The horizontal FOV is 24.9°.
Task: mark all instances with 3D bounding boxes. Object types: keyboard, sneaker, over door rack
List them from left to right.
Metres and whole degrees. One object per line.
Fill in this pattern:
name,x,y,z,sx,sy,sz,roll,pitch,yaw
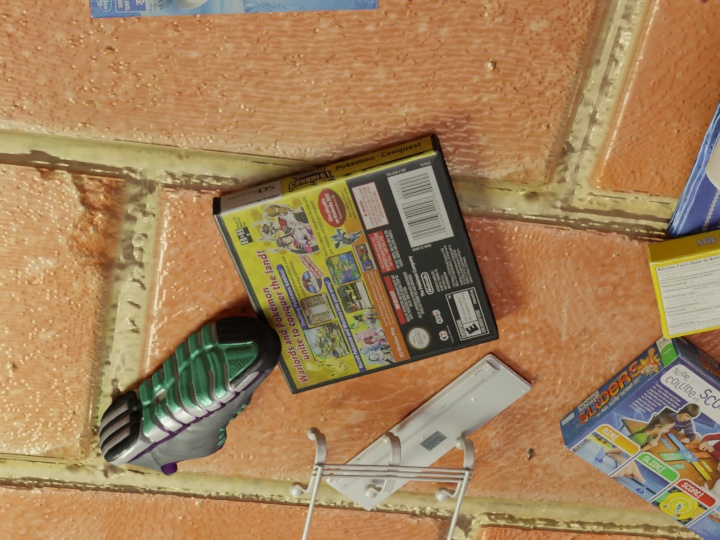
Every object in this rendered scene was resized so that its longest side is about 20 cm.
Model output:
sneaker,-0.123,0.106,1.338,0.199,0.075,0.087,-32,138,30
over door rack,0.010,0.230,1.418,0.146,0.067,0.202,4,110,-14
keyboard,0.058,0.143,1.413,0.200,0.011,0.056,-40,126,24

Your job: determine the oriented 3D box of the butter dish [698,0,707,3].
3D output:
butter dish,0.152,-0.286,0.995,0.147,0.201,0.200,-2,134,27

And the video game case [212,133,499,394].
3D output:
video game case,0.000,0.000,1.284,0.179,0.026,0.201,-16,129,7

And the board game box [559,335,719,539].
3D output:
board game box,0.290,0.149,1.418,0.199,0.035,0.135,34,117,-27

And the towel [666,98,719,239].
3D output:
towel,0.349,-0.069,1.261,0.198,0.024,0.146,7,128,-11

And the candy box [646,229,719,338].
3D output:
candy box,0.332,-0.002,1.293,0.198,0.027,0.103,-12,137,9

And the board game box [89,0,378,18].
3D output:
board game box,-0.085,-0.263,1.057,0.197,0.044,0.201,-3,128,-4

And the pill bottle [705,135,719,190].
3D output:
pill bottle,0.324,-0.138,1.133,0.109,0.110,0.201,15,116,-16
